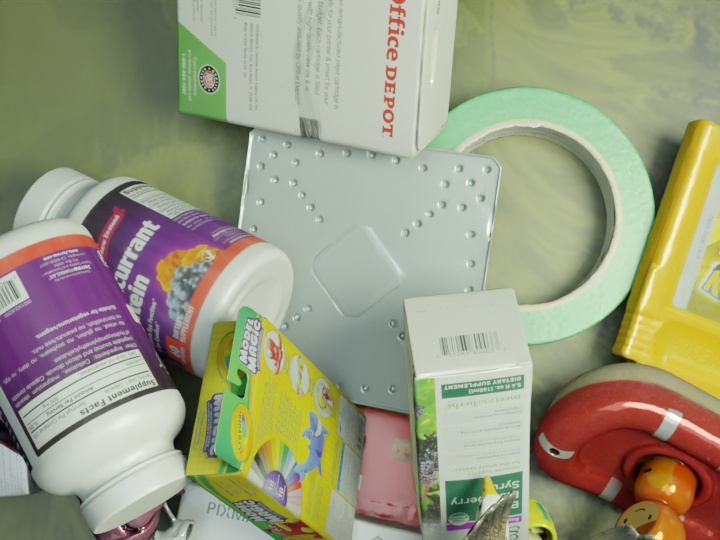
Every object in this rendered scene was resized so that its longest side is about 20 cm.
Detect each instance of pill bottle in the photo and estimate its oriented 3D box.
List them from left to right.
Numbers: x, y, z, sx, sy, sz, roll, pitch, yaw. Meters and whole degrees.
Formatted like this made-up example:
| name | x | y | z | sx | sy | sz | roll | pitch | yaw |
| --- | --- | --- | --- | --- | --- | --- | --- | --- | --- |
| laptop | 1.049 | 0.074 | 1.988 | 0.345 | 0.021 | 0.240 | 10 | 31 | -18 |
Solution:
| name | x | y | z | sx | sy | sz | roll | pitch | yaw |
| --- | --- | --- | --- | --- | --- | --- | --- | --- | --- |
| pill bottle | -0.194 | 0.072 | 0.929 | 0.112 | 0.112 | 0.200 | -31 | 79 | -1 |
| pill bottle | -0.161 | -0.004 | 1.033 | 0.200 | 0.111 | 0.112 | 25 | 87 | 22 |

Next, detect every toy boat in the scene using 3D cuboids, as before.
| name | x | y | z | sx | sy | sz | roll | pitch | yaw |
| --- | --- | --- | --- | --- | --- | --- | --- | --- | --- |
| toy boat | 0.220 | 0.163 | 1.003 | 0.200 | 0.131 | 0.131 | 28 | 49 | 4 |

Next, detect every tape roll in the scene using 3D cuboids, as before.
| name | x | y | z | sx | sy | sz | roll | pitch | yaw |
| --- | --- | --- | --- | --- | --- | --- | --- | --- | --- |
| tape roll | 0.128 | -0.042 | 1.075 | 0.200 | 0.048 | 0.201 | 0 | 87 | 2 |

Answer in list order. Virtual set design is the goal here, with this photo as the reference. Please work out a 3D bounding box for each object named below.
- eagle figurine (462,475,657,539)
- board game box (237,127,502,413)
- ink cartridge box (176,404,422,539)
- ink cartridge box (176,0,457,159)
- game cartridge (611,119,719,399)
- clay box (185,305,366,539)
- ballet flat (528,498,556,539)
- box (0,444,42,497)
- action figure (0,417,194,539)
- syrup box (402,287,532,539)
| name | x | y | z | sx | sy | sz | roll | pitch | yaw |
| --- | --- | --- | --- | --- | --- | --- | --- | --- | --- |
| eagle figurine | 0.094 | 0.210 | 0.902 | 0.152 | 0.200 | 0.151 | -33 | 94 | -18 |
| board game box | 0.000 | 0.000 | 1.050 | 0.200 | 0.026 | 0.200 | 9 | 96 | 16 |
| ink cartridge box | -0.039 | 0.187 | 1.066 | 0.200 | 0.045 | 0.177 | 12 | 88 | 2 |
| ink cartridge box | -0.032 | -0.178 | 1.017 | 0.200 | 0.084 | 0.146 | 14 | 119 | 18 |
| game cartridge | 0.301 | 0.007 | 1.052 | 0.176 | 0.032 | 0.200 | 19 | 86 | -14 |
| clay box | -0.061 | 0.117 | 0.967 | 0.048 | 0.200 | 0.115 | -7 | 58 | 25 |
| ballet flat | 0.093 | 0.267 | 1.040 | 0.067 | 0.067 | 0.200 | 28 | 86 | -20 |
| box | -0.281 | 0.078 | 1.082 | 0.041 | 0.039 | 0.200 | -6 | 86 | 3 |
| action figure | -0.189 | 0.145 | 1.002 | 0.149 | 0.134 | 0.200 | -20 | 75 | -44 |
| syrup box | 0.076 | 0.113 | 0.968 | 0.079 | 0.082 | 0.200 | -6 | 130 | -1 |
